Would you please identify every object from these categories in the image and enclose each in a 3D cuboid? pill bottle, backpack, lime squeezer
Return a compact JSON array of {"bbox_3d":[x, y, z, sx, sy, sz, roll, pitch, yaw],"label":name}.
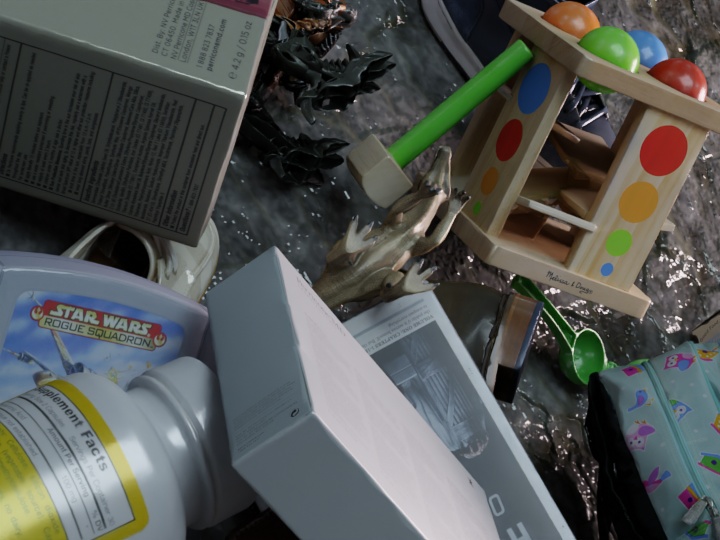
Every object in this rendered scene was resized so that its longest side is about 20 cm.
[{"bbox_3d":[-0.152,0.115,1.063,0.199,0.111,0.112,-23,76,-27],"label":"pill bottle"},{"bbox_3d":[0.206,0.141,1.328,0.126,0.167,0.201,-14,53,-2],"label":"backpack"},{"bbox_3d":[0.172,0.057,1.426,0.199,0.071,0.038,27,46,-10],"label":"lime squeezer"}]

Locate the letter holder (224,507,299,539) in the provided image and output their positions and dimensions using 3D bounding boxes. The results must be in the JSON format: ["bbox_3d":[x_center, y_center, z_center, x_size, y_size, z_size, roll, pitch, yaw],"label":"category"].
[{"bbox_3d":[-0.033,0.232,1.124,0.142,0.101,0.201,-27,80,-44],"label":"letter holder"}]

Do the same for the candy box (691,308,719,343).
[{"bbox_3d":[0.310,0.123,1.504,0.136,0.061,0.201,10,55,-33],"label":"candy box"}]

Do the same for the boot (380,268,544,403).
[{"bbox_3d":[0.032,0.088,1.319,0.096,0.075,0.201,20,57,8],"label":"boot"}]

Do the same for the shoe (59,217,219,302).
[{"bbox_3d":[-0.135,0.013,1.227,0.070,0.053,0.200,49,43,1],"label":"shoe"}]

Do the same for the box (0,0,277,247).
[{"bbox_3d":[-0.157,-0.116,1.206,0.199,0.128,0.109,18,48,-5],"label":"box"}]

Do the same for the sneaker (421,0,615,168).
[{"bbox_3d":[0.144,-0.150,1.501,0.203,0.146,0.077,53,42,2],"label":"sneaker"}]

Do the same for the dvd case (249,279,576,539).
[{"bbox_3d":[0.021,0.125,1.241,0.150,0.025,0.201,-27,76,-13],"label":"dvd case"}]

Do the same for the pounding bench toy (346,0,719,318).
[{"bbox_3d":[0.106,-0.089,1.387,0.199,0.157,0.124,18,15,-28],"label":"pounding bench toy"}]

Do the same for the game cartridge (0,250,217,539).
[{"bbox_3d":[-0.150,0.062,1.137,0.199,0.134,0.042,14,13,-31],"label":"game cartridge"}]

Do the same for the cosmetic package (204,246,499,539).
[{"bbox_3d":[0.005,0.103,1.108,0.200,0.052,0.151,50,14,-29],"label":"cosmetic package"}]

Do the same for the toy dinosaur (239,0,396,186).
[{"bbox_3d":[-0.064,-0.124,1.374,0.136,0.102,0.200,42,61,15],"label":"toy dinosaur"}]

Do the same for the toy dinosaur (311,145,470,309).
[{"bbox_3d":[0.000,0.000,1.273,0.200,0.101,0.058,-38,95,-22],"label":"toy dinosaur"}]
